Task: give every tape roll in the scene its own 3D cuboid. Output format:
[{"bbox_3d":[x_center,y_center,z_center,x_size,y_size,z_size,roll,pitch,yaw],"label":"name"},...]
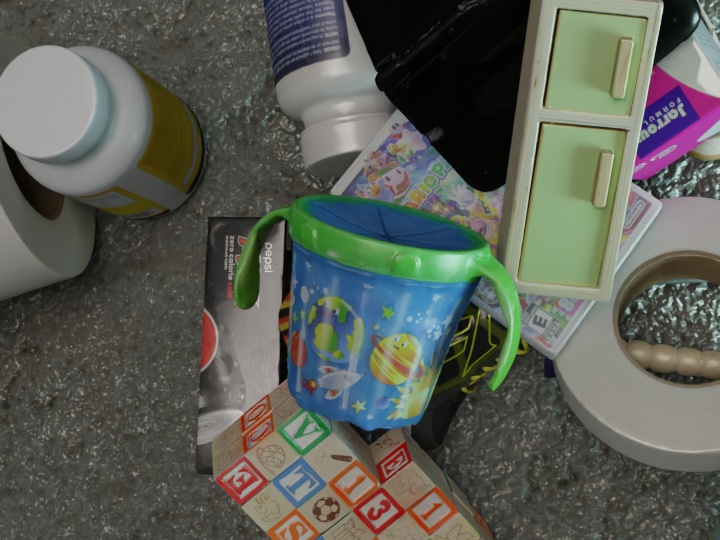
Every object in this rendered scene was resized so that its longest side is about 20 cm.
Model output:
[{"bbox_3d":[0.233,0.041,0.927,0.200,0.037,0.205,-6,60,10],"label":"tape roll"},{"bbox_3d":[-0.316,-0.071,1.032,0.138,0.203,0.205,-17,80,9],"label":"tape roll"}]

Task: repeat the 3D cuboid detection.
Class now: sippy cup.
[{"bbox_3d":[0.008,0.030,0.871,0.177,0.138,0.132,30,113,52],"label":"sippy cup"}]

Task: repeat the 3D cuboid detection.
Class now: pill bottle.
[{"bbox_3d":[-0.017,-0.181,1.023,0.110,0.111,0.203,-10,81,11],"label":"pill bottle"},{"bbox_3d":[-0.200,-0.107,1.010,0.110,0.200,0.114,-1,83,12],"label":"pill bottle"}]

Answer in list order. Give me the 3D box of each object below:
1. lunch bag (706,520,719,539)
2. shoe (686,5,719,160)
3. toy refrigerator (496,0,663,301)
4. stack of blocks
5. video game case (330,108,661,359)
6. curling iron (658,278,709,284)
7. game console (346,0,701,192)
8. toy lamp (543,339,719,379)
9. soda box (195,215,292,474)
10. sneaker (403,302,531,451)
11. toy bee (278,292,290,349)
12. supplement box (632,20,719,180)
[{"bbox_3d":[0.320,0.170,0.875,0.121,0.170,0.201,36,90,8],"label":"lunch bag"},{"bbox_3d":[0.231,-0.177,0.995,0.069,0.053,0.202,-25,79,9],"label":"shoe"},{"bbox_3d":[0.138,-0.085,0.849,0.075,0.070,0.202,6,115,0],"label":"toy refrigerator"},{"bbox_3d":[-0.002,0.169,0.954,0.115,0.059,0.200,-39,110,7],"label":"stack of blocks"},{"bbox_3d":[0.098,-0.050,0.947,0.199,0.018,0.144,36,73,11],"label":"video game case"},{"bbox_3d":[0.186,-0.009,1.000,0.197,0.026,0.050,8,88,13],"label":"curling iron"},{"bbox_3d":[0.105,-0.190,0.911,0.199,0.117,0.176,-39,107,23],"label":"game console"},{"bbox_3d":[0.237,0.065,0.965,0.197,0.058,0.059,7,85,12],"label":"toy lamp"},{"bbox_3d":[-0.086,0.060,1.035,0.070,0.063,0.203,0,83,13],"label":"soda box"},{"bbox_3d":[0.090,0.050,0.977,0.084,0.074,0.202,23,102,15],"label":"sneaker"},{"bbox_3d":[0.000,0.000,1.013,0.108,0.199,0.132,24,126,40],"label":"toy bee"},{"bbox_3d":[0.182,-0.175,0.940,0.101,0.103,0.201,-35,80,23],"label":"supplement box"}]
